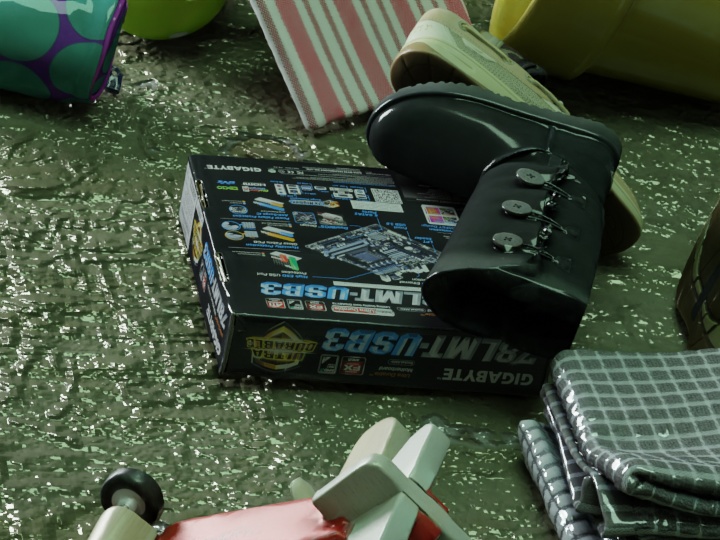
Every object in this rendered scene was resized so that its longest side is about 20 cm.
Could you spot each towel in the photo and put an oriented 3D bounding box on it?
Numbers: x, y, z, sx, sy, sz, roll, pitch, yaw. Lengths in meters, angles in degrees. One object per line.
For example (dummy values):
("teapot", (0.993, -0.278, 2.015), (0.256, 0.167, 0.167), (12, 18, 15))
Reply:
("towel", (0.198, 0.107, 1.325), (0.199, 0.086, 0.166), (3, 29, -13))
("towel", (-0.001, -0.185, 1.754), (0.199, 0.030, 0.147), (-21, 86, -44))

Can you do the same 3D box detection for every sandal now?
("sandal", (0.237, 0.012, 1.525), (0.054, 0.081, 0.200), (23, 29, -9))

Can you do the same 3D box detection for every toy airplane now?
("toy airplane", (-0.026, 0.152, 1.111), (0.199, 0.142, 0.199), (-32, 23, -14))

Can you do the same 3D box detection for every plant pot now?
("plant pot", (0.219, -0.216, 1.816), (0.188, 0.201, 0.201), (24, 28, -9))

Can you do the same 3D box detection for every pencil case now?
("pencil case", (-0.257, -0.173, 1.665), (0.199, 0.085, 0.093), (13, 45, 3))

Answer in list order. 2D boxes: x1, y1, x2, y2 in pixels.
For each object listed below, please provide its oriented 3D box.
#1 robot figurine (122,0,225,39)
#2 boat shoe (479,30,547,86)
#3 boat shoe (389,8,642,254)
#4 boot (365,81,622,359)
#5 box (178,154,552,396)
("robot figurine", (-0.138, -0.245, 1.794), (0.174, 0.116, 0.200), (5, 33, 8))
("boat shoe", (0.090, -0.103, 1.675), (0.064, 0.072, 0.200), (15, 28, 4))
("boat shoe", (0.109, -0.091, 1.585), (0.200, 0.072, 0.065), (39, 46, -11))
("boot", (0.066, -0.031, 1.464), (0.164, 0.066, 0.200), (6, 37, 10))
("box", (0.000, 0.000, 1.484), (0.199, 0.050, 0.199), (3, 31, -15))
